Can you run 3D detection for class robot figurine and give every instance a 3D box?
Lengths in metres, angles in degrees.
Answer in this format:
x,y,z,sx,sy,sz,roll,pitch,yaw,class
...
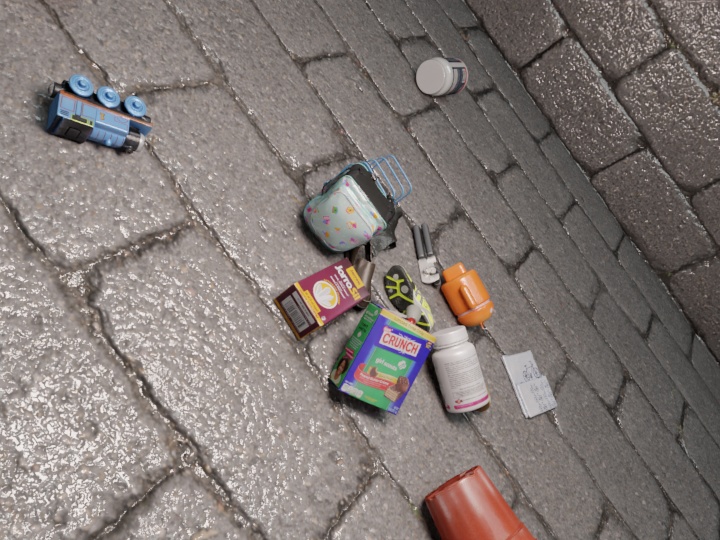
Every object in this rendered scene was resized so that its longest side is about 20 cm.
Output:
x,y,z,sx,sy,sz,roll,pitch,yaw,class
0.313,0.077,1.693,0.116,0.144,0.200,-25,84,-30,robot figurine

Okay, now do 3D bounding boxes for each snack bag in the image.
x,y,z,sx,sy,sz,roll,pitch,yaw,class
0.527,0.345,1.800,0.188,0.021,0.201,-1,65,-45,snack bag

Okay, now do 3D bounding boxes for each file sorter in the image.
x,y,z,sx,sy,sz,roll,pitch,yaw,class
0.030,-0.230,1.611,0.200,0.123,0.139,-26,84,-51,file sorter

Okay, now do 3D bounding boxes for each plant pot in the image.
x,y,z,sx,sy,sz,roll,pitch,yaw,class
0.249,0.549,1.261,0.200,0.201,0.196,-10,63,-48,plant pot

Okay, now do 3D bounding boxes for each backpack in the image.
x,y,z,sx,sy,sz,roll,pitch,yaw,class
-0.039,-0.135,1.420,0.176,0.200,0.153,50,45,-14,backpack

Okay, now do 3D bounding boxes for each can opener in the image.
x,y,z,sx,sy,sz,roll,pitch,yaw,class
0.194,-0.045,1.718,0.066,0.052,0.201,56,22,-63,can opener

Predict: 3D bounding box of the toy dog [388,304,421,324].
x,y,z,sx,sy,sz,roll,pitch,yaw,class
0.086,0.158,1.437,0.200,0.096,0.132,-11,87,-61,toy dog

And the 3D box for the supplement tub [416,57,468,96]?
x,y,z,sx,sy,sz,roll,pitch,yaw,class
0.317,-0.751,2.244,0.200,0.140,0.141,-25,83,-50,supplement tub

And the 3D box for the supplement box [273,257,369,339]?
x,y,z,sx,sy,sz,roll,pitch,yaw,class
-0.084,0.061,1.324,0.200,0.086,0.111,-29,86,-51,supplement box

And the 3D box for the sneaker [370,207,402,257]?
x,y,z,sx,sy,sz,roll,pitch,yaw,class
0.070,-0.102,1.617,0.200,0.060,0.104,-25,82,-45,sneaker

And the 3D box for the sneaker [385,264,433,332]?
x,y,z,sx,sy,sz,roll,pitch,yaw,class
0.132,0.077,1.555,0.201,0.075,0.076,65,28,-2,sneaker

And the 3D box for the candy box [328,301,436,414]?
x,y,z,sx,sy,sz,roll,pitch,yaw,class
0.051,0.196,1.291,0.169,0.077,0.200,29,87,-28,candy box

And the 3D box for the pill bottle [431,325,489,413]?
x,y,z,sx,sy,sz,roll,pitch,yaw,class
0.248,0.250,1.478,0.113,0.113,0.201,-16,90,-49,pill bottle

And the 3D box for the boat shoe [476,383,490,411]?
x,y,z,sx,sy,sz,roll,pitch,yaw,class
0.289,0.283,1.568,0.200,0.072,0.065,56,27,1,boat shoe

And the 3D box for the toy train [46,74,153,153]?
x,y,z,sx,sy,sz,roll,pitch,yaw,class
-0.512,-0.301,1.144,0.200,0.087,0.115,15,63,-41,toy train

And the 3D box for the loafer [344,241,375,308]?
x,y,z,sx,sy,sz,roll,pitch,yaw,class
0.000,0.000,1.462,0.073,0.071,0.201,19,51,-36,loafer
